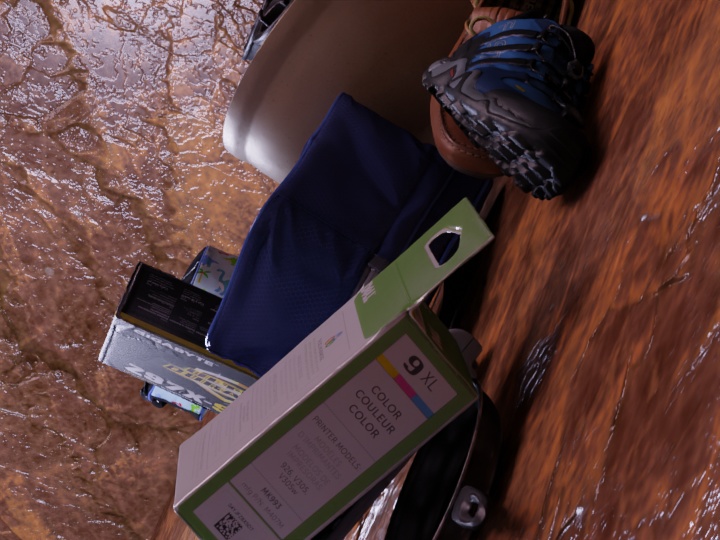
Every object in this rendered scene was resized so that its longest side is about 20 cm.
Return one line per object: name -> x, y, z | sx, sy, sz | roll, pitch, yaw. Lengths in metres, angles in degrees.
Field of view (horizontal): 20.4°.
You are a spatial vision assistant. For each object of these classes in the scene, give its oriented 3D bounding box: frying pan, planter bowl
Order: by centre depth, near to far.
frying pan -> 0.050, 0.094, 0.935 | 0.190, 0.031, 0.115 | 131, 161, -62
planter bowl -> 0.019, -0.122, 1.399 | 0.200, 0.135, 0.200 | -49, -10, -12

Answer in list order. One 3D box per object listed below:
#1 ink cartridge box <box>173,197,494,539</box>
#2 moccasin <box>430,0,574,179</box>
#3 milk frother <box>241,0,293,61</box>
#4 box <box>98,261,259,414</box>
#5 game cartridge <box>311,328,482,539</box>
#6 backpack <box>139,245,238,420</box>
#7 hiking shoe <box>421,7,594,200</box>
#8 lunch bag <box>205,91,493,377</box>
ink cartridge box -> 0.001, 0.058, 0.984 | 0.200, 0.059, 0.104 | -41, 11, 5
moccasin -> 0.096, -0.140, 1.253 | 0.078, 0.073, 0.202 | 107, -170, -53
milk frother -> -0.013, -0.231, 2.003 | 0.200, 0.187, 0.181 | -75, 8, -51
box -> -0.088, 0.071, 1.470 | 0.160, 0.199, 0.050 | 133, 161, -73
game cartridge -> -0.021, 0.119, 1.107 | 0.200, 0.042, 0.133 | -48, 10, -26
backpack -> -0.190, 0.078, 2.665 | 0.183, 0.146, 0.200 | -76, 5, -53
hiking shoe -> 0.092, -0.103, 1.099 | 0.087, 0.074, 0.200 | -41, 22, 3
lunch bag -> 0.000, 0.000, 1.258 | 0.136, 0.132, 0.200 | -65, -3, 41
